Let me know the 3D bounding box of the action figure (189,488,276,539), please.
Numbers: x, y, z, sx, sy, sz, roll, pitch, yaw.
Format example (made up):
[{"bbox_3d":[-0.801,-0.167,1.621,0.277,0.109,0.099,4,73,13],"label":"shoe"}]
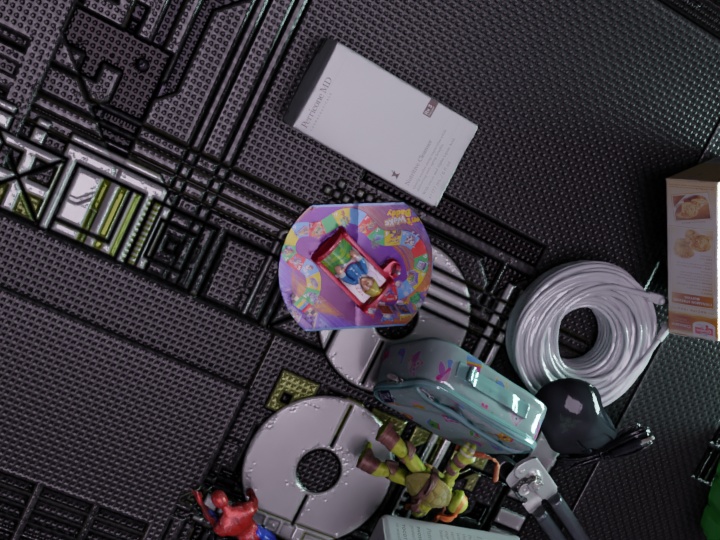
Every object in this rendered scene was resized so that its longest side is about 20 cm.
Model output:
[{"bbox_3d":[-0.144,0.321,1.317,0.065,0.099,0.201,-34,132,-6],"label":"action figure"}]

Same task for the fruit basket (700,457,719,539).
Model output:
[{"bbox_3d":[0.564,0.325,1.420,0.153,0.216,0.219,10,102,-16],"label":"fruit basket"}]

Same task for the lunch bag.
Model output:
[{"bbox_3d":[0.120,0.157,1.278,0.199,0.160,0.078,31,71,-23],"label":"lunch bag"}]

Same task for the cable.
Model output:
[{"bbox_3d":[0.286,0.083,1.356,0.198,0.069,0.202,28,97,-19],"label":"cable"}]

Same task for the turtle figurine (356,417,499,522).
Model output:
[{"bbox_3d":[0.074,0.272,1.332,0.160,0.065,0.201,33,133,-2],"label":"turtle figurine"}]

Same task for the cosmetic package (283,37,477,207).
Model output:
[{"bbox_3d":[0.022,-0.173,1.216,0.198,0.081,0.114,25,99,-20],"label":"cosmetic package"}]

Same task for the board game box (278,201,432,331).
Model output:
[{"bbox_3d":[0.000,0.000,1.275,0.197,0.039,0.161,-2,105,-14],"label":"board game box"}]

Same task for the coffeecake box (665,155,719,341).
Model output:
[{"bbox_3d":[0.459,-0.032,1.333,0.152,0.072,0.203,-21,111,-43],"label":"coffeecake box"}]

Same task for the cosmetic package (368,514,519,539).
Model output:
[{"bbox_3d":[0.098,0.440,1.323,0.197,0.167,0.169,13,126,-17],"label":"cosmetic package"}]

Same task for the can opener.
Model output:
[{"bbox_3d":[0.251,0.316,1.416,0.052,0.067,0.201,-37,118,0],"label":"can opener"}]

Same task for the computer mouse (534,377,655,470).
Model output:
[{"bbox_3d":[0.288,0.207,1.338,0.137,0.053,0.200,-23,136,21],"label":"computer mouse"}]
